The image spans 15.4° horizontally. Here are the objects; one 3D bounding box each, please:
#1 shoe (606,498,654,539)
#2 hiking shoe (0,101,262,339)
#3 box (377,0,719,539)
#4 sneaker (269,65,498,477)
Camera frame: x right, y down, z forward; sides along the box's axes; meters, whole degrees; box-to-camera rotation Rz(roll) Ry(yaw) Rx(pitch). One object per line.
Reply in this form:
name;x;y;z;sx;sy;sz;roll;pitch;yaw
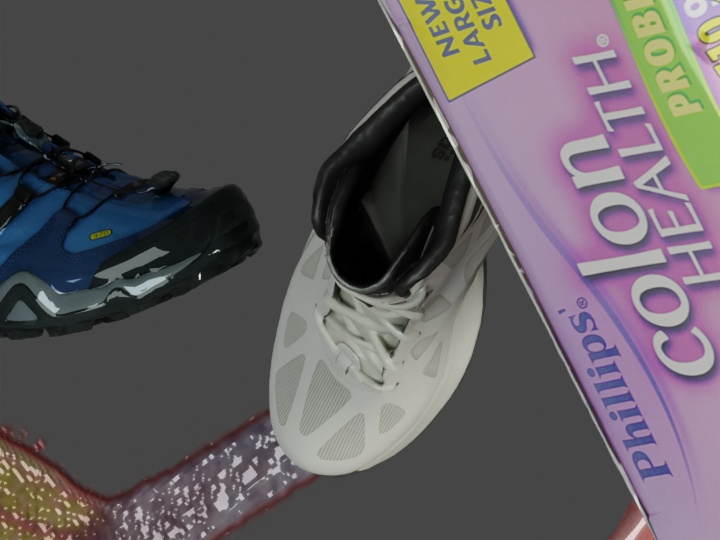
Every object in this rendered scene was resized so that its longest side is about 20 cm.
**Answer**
shoe;0.114;0.148;0.914;0.091;0.071;0.201;28;115;22
hiking shoe;-0.130;-0.025;0.983;0.199;0.074;0.087;-3;106;30
box;0.121;-0.044;0.765;0.096;0.200;0.177;-25;93;33
sneaker;0.000;0.000;0.896;0.075;0.115;0.201;34;120;14
